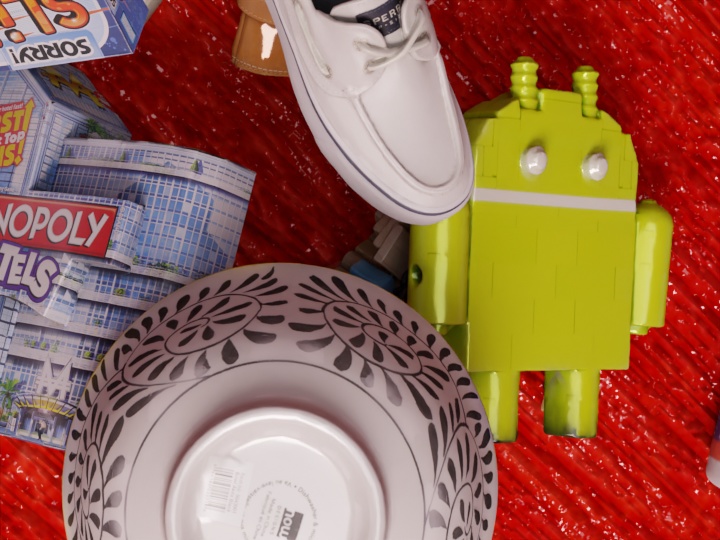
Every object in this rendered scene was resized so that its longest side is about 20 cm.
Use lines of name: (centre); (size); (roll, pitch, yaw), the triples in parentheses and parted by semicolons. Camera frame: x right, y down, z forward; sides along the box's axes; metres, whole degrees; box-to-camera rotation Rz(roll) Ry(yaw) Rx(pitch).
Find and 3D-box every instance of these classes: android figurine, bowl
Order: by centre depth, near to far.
bowl: (-0.034, 0.097, 0.610); (0.198, 0.094, 0.203); (0, 89, -3)
android figurine: (0.097, -0.010, 0.772); (0.180, 0.041, 0.203); (4, 91, -37)

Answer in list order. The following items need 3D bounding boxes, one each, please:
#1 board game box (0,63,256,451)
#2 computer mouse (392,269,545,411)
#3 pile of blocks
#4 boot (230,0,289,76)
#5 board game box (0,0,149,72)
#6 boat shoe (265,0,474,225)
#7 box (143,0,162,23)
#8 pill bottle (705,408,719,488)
board game box: (-0.153, -0.015, 0.730); (0.061, 0.198, 0.202); (22, 77, -50)
computer mouse: (0.051, 0.085, 0.826); (0.139, 0.046, 0.202); (0, 110, -36)
pile of blocks: (0.000, 0.000, 0.795); (0.062, 0.082, 0.201); (32, 85, 30)
boot: (0.020, -0.177, 0.783); (0.199, 0.076, 0.157); (-9, 120, -43)
board game box: (-0.217, -0.151, 0.687); (0.198, 0.035, 0.136); (-5, 138, 19)
boat shoe: (0.002, -0.116, 0.674); (0.071, 0.066, 0.202); (-24, 94, -19)
box: (-0.092, -0.228, 0.765); (0.082, 0.068, 0.201); (36, 87, -10)
pill bottle: (0.273, 0.037, 0.826); (0.110, 0.111, 0.202); (14, 92, -10)
